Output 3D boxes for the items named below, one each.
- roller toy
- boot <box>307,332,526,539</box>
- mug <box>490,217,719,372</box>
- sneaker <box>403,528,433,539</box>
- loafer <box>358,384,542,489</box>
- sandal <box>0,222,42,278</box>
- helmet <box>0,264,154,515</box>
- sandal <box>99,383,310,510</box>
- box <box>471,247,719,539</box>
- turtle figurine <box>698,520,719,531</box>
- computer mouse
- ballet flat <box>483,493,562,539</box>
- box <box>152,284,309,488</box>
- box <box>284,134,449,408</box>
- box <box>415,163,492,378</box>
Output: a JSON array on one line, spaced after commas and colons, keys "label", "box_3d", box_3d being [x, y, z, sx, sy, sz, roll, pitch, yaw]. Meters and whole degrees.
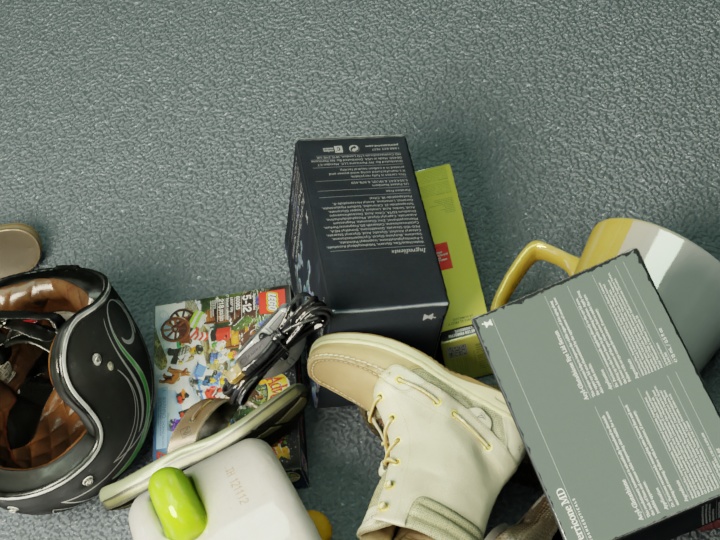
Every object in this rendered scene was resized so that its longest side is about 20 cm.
[{"label": "roller toy", "box_3d": [-0.086, 0.234, 1.049, 0.139, 0.200, 0.183, -27, 76, -8]}, {"label": "boot", "box_3d": [0.025, 0.143, 1.058, 0.199, 0.072, 0.155, 22, 55, 11]}, {"label": "mug", "box_3d": [0.220, 0.059, 1.152, 0.186, 0.149, 0.154, 7, 59, 57]}, {"label": "sneaker", "box_3d": [0.093, 0.254, 1.071, 0.146, 0.081, 0.201, 16, 50, 6]}, {"label": "loafer", "box_3d": [0.096, 0.134, 1.152, 0.199, 0.076, 0.068, 17, 57, 13]}, {"label": "sandal", "box_3d": [-0.436, -0.017, 1.386, 0.210, 0.078, 0.070, -9, 22, -3]}, {"label": "helmet", "box_3d": [-0.275, 0.112, 1.171, 0.199, 0.192, 0.200, -6, 22, 2]}, {"label": "sandal", "box_3d": [-0.137, 0.142, 1.131, 0.200, 0.080, 0.058, -25, 72, -1]}, {"label": "box", "box_3d": [0.187, 0.106, 1.001, 0.140, 0.079, 0.201, -22, 63, 2]}, {"label": "turtle figurine", "box_3d": [0.316, 0.179, 1.028, 0.193, 0.144, 0.201, -3, 51, 14]}, {"label": "computer mouse", "box_3d": [-0.070, 0.065, 1.137, 0.044, 0.200, 0.110, 42, 88, -3]}, {"label": "ballet flat", "box_3d": [0.143, 0.210, 1.034, 0.046, 0.200, 0.068, 34, 109, 22]}, {"label": "box", "box_3d": [-0.123, 0.113, 1.230, 0.136, 0.038, 0.201, -10, 54, 5]}, {"label": "box", "box_3d": [0.000, 0.000, 1.203, 0.106, 0.149, 0.201, -4, 52, -12]}, {"label": "box", "box_3d": [0.084, 0.000, 1.246, 0.050, 0.075, 0.201, -12, 54, 3]}]
